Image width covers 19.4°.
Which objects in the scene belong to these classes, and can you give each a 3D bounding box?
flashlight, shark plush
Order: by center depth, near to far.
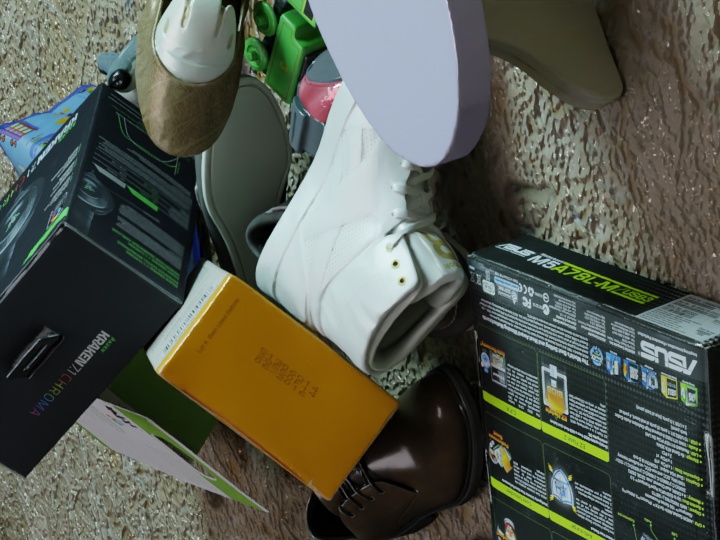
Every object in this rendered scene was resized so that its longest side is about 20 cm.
[{"bbox_3d":[0.004,-0.153,1.181,0.068,0.067,0.201,-68,-10,-54],"label":"flashlight"},{"bbox_3d":[-0.135,-0.151,1.470,0.200,0.090,0.084,169,110,-77],"label":"shark plush"}]

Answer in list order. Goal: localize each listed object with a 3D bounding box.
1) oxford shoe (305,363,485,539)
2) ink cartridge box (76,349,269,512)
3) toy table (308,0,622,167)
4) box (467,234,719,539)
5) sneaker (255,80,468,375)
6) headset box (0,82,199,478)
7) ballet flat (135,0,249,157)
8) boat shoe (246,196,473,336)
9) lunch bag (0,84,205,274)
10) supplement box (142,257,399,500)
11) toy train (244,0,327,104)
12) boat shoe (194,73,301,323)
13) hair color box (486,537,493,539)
[{"bbox_3d":[0.018,0.123,1.281,0.073,0.084,0.200,63,149,22],"label":"oxford shoe"},{"bbox_3d":[-0.150,0.087,1.505,0.199,0.076,0.148,16,159,46],"label":"ink cartridge box"},{"bbox_3d":[0.050,-0.161,1.032,0.183,0.116,0.202,-2,104,61],"label":"toy table"},{"bbox_3d":[0.134,0.097,1.094,0.200,0.047,0.195,22,126,55],"label":"box"},{"bbox_3d":[0.030,-0.042,1.152,0.115,0.073,0.201,40,114,34],"label":"sneaker"},{"bbox_3d":[-0.191,0.008,1.348,0.174,0.093,0.201,-46,21,25],"label":"headset box"},{"bbox_3d":[-0.091,-0.170,1.266,0.072,0.067,0.202,131,153,-69],"label":"ballet flat"},{"bbox_3d":[0.000,0.000,1.257,0.200,0.057,0.067,26,127,55],"label":"boat shoe"},{"bbox_3d":[-0.176,-0.020,1.570,0.150,0.094,0.201,24,135,53],"label":"lunch bag"},{"bbox_3d":[-0.060,0.061,1.268,0.126,0.074,0.200,37,177,-8],"label":"supplement box"},{"bbox_3d":[-0.027,-0.180,1.248,0.056,0.042,0.201,47,144,24],"label":"toy train"},{"bbox_3d":[-0.078,-0.046,1.364,0.057,0.066,0.201,45,152,46],"label":"boat shoe"},{"bbox_3d":[0.094,0.263,1.240,0.099,0.060,0.201,43,139,45],"label":"hair color box"}]
